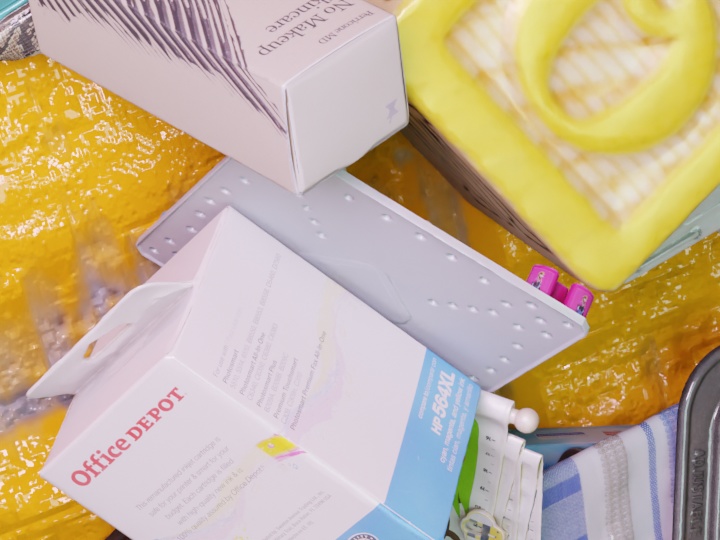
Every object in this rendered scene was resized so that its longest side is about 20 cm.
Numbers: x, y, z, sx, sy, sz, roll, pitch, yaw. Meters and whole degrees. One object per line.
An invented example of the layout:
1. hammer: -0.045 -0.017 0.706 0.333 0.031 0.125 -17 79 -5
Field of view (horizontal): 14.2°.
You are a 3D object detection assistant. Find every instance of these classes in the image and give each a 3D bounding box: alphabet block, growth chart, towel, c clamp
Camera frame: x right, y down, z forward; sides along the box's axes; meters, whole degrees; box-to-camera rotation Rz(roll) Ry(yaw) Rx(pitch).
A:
1. alphabet block: 0.100 -0.136 1.531 0.195 0.200 0.196 -47 112 0
2. growth chart: 0.042 0.133 1.620 0.144 0.018 0.201 10 127 22
3. towel: 0.180 0.153 1.690 0.199 0.024 0.147 -22 114 -29
4. c clamp: 0.253 0.113 1.697 0.170 0.027 0.201 2 98 -33

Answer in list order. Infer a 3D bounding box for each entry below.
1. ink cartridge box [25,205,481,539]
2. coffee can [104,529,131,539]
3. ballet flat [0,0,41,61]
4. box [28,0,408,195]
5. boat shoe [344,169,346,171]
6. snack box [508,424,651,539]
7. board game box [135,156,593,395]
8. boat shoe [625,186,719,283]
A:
1. ink cartridge box: -0.060 0.076 1.512 0.200 0.125 0.128 37 130 -15
2. coffee can: -0.063 0.238 1.609 0.200 0.146 0.147 38 92 -22
3. ballet flat: -0.145 -0.164 1.528 0.200 0.068 0.075 -48 127 -3
4. box: -0.074 -0.116 1.430 0.082 0.200 0.069 -36 136 -31
5. boat shoe: -0.067 -0.111 1.546 0.062 0.073 0.200 -29 125 -8
6. snack box: 0.109 0.192 1.705 0.116 0.037 0.201 -2 105 -18
7. board game box: 0.000 0.000 1.534 0.200 0.200 0.026 31 63 -12
8. boat shoe: 0.209 -0.047 1.646 0.202 0.075 0.086 -31 122 -21
